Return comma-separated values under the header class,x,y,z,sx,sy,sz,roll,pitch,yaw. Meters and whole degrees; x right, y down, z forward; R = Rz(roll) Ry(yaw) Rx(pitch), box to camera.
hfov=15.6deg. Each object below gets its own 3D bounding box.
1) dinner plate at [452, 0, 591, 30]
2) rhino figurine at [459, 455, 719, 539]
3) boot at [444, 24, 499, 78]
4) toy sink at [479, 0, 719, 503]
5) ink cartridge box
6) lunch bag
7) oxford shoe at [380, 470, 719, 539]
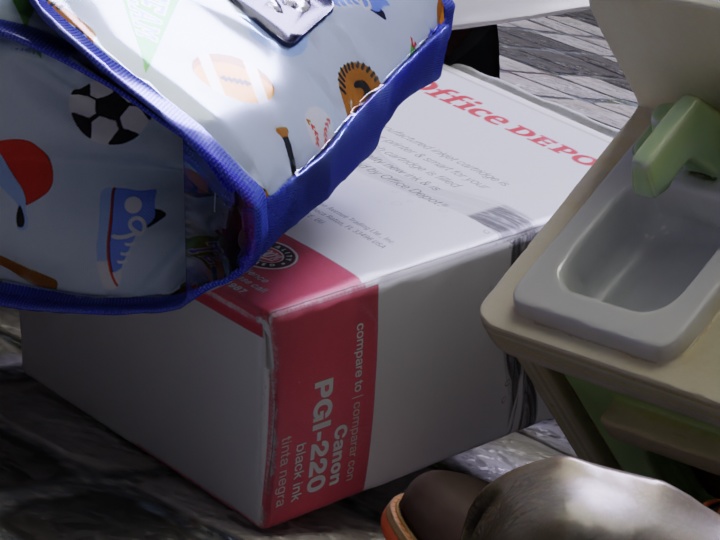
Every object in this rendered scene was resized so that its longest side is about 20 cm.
class,x,y,z,sx,sy,sz,roll,pitch,yaw
dinner plate,0.052,-0.120,1.094,0.199,0.024,0.200,-9,11,2
rhino figurine,0.111,0.108,0.700,0.199,0.088,0.060,16,12,-1
boot,-0.040,-0.068,1.123,0.199,0.069,0.188,0,28,4
toy sink,0.128,0.019,0.830,0.130,0.112,0.200,18,-31,45
ink cartridge box,0.000,0.000,0.922,0.200,0.085,0.145,-19,33,-36
lunch bag,-0.087,-0.069,0.827,0.199,0.124,0.170,14,32,19
oxford shoe,0.098,0.092,0.787,0.200,0.073,0.071,22,16,25
